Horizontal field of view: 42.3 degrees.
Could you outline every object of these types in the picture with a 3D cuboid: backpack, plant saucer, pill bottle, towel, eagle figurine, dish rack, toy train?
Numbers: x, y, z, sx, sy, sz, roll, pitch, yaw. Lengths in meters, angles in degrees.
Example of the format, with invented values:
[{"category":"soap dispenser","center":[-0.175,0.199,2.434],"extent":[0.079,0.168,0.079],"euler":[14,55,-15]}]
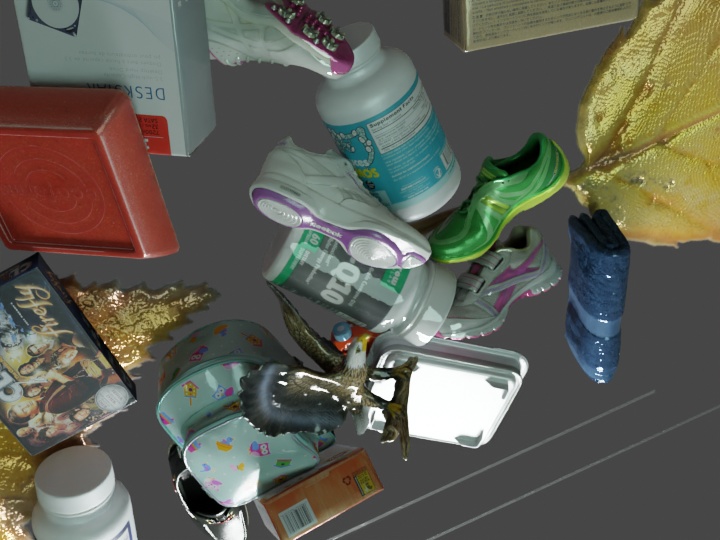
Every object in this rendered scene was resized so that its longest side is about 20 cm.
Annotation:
[{"category":"backpack","center":[-0.143,0.165,1.094],"extent":[0.175,0.154,0.201],"euler":[-28,117,15]},{"category":"plant saucer","center":[-0.293,-0.083,0.894],"extent":[0.198,0.037,0.201],"euler":[4,137,12]},{"category":"pill bottle","center":[0.023,-0.156,0.979],"extent":[0.110,0.111,0.201],"euler":[-29,123,1]},{"category":"towel","center":[0.293,0.034,1.166],"extent":[0.048,0.112,0.201],"euler":[-6,122,-6]},{"category":"eagle figurine","center":[-0.035,0.111,1.033],"extent":[0.198,0.152,0.152],"euler":[16,101,-10]},{"category":"dish rack","center":[0.096,0.158,1.156],"extent":[0.198,0.044,0.172],"euler":[12,132,-9]},{"category":"pill bottle","center":[0.000,0.000,1.039],"extent":[0.199,0.113,0.114],"euler":[26,110,-14]},{"category":"pill bottle","center":[-0.338,0.321,1.145],"extent":[0.119,0.120,0.202],"euler":[-8,121,-13]},{"category":"toy train","center":[0.040,0.120,1.188],"extent":[0.149,0.056,0.201],"euler":[-14,131,12]}]

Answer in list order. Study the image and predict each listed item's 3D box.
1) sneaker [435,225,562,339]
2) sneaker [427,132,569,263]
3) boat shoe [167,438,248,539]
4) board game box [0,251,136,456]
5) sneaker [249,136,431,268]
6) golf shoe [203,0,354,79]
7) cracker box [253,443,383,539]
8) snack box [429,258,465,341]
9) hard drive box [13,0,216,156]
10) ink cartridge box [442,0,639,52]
[{"category":"sneaker","center":[0.153,0.010,1.128],"extent":[0.199,0.081,0.089],"euler":[-34,114,-26]},{"category":"sneaker","center":[0.150,-0.088,1.085],"extent":[0.200,0.074,0.084],"euler":[-40,126,-3]},{"category":"boat shoe","center":[-0.196,0.303,1.215],"extent":[0.073,0.063,0.203],"euler":[-22,125,-6]},{"category":"board game box","center":[-0.350,0.095,1.000],"extent":[0.135,0.035,0.201],"euler":[-28,123,-1]},{"category":"sneaker","center":[-0.010,-0.072,0.952],"extent":[0.199,0.100,0.075],"euler":[26,149,-14]},{"category":"golf shoe","center":[-0.100,-0.230,0.894],"extent":[0.199,0.075,0.092],"euler":[32,123,5]},{"category":"cracker box","center":[-0.060,0.271,1.147],"extent":[0.133,0.200,0.058],"euler":[-26,88,-14]},{"category":"snack box","center":[0.074,0.021,1.152],"extent":[0.072,0.024,0.200],"euler":[-43,123,11]},{"category":"hard drive box","center":[-0.224,-0.217,0.853],"extent":[0.154,0.077,0.202],"euler":[5,122,10]},{"category":"ink cartridge box","center":[0.182,-0.327,0.948],"extent":[0.198,0.075,0.166],"euler":[-12,121,-9]}]
